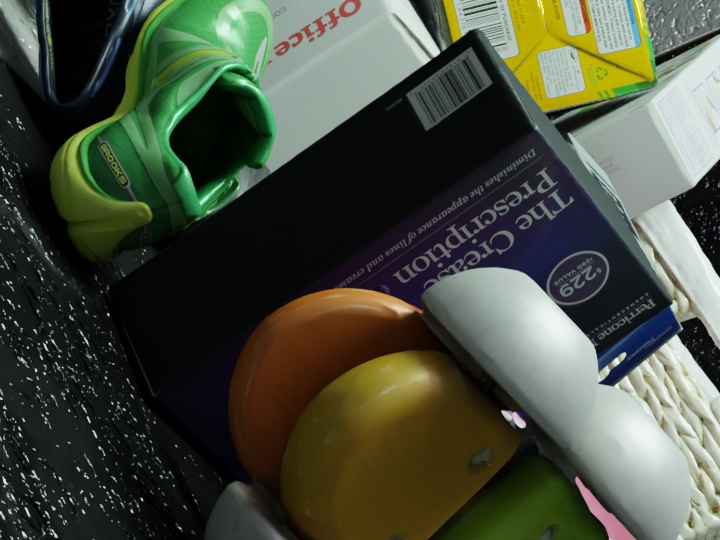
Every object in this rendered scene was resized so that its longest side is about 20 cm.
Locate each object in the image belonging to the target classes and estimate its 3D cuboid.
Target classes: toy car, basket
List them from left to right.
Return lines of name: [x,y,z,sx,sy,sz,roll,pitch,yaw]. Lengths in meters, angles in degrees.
toy car: [0.020,0.083,1.212,0.200,0.175,0.150,47,-1,-43]
basket: [0.161,0.095,1.780,0.199,0.161,0.200,59,-9,15]

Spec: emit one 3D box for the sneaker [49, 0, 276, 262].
sneaker: [-0.070,-0.066,1.345,0.200,0.083,0.074,-64,141,-53]

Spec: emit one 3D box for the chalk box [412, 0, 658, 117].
chalk box: [0.078,-0.147,1.767,0.200,0.123,0.125,177,-100,-76]

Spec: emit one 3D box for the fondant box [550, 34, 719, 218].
fondant box: [0.150,-0.069,1.763,0.058,0.144,0.200,60,26,-6]

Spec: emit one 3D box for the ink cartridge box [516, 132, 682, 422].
ink cartridge box: [0.100,0.006,1.548,0.039,0.099,0.200,46,11,-24]

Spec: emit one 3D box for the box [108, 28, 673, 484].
box: [0.014,0.011,1.306,0.141,0.200,0.079,46,12,-46]

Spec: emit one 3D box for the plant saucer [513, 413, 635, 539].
plant saucer: [0.076,0.091,1.570,0.201,0.051,0.201,48,11,-13]

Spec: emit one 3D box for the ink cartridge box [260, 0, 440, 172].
ink cartridge box: [-0.054,-0.149,1.691,0.084,0.146,0.200,48,12,-48]

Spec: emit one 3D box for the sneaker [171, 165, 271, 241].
sneaker: [-0.081,-0.063,1.512,0.099,0.071,0.200,54,15,-25]

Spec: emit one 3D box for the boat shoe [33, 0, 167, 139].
boat shoe: [-0.117,-0.158,1.407,0.069,0.084,0.201,35,47,-67]
